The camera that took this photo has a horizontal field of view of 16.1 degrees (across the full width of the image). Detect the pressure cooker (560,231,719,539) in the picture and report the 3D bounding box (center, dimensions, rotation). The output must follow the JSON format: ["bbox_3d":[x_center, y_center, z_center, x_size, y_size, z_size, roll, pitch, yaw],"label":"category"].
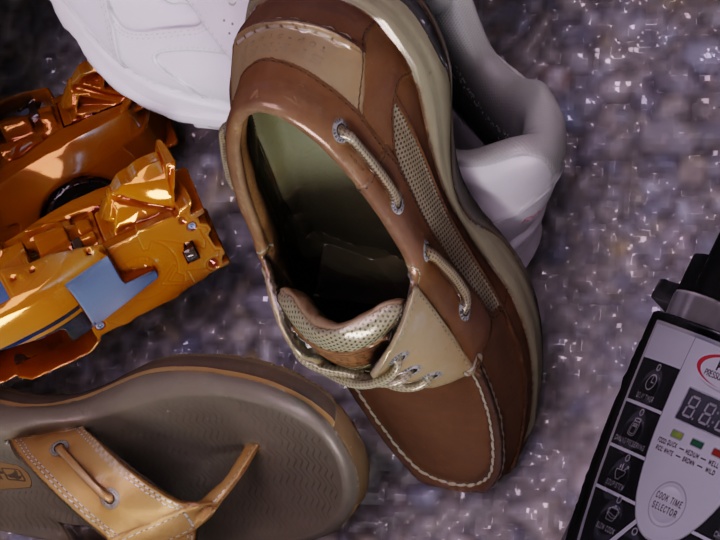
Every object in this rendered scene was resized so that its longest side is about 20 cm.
[{"bbox_3d":[0.152,0.070,0.728,0.175,0.179,0.201,26,90,2],"label":"pressure cooker"}]

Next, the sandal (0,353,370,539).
[{"bbox_3d":[-0.088,0.074,0.856,0.199,0.081,0.054,-3,41,24],"label":"sandal"}]

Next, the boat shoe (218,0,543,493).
[{"bbox_3d":[0.000,0.000,0.783,0.075,0.201,0.074,1,44,28],"label":"boat shoe"}]

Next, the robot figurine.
[{"bbox_3d":[-0.151,0.001,0.871,0.199,0.058,0.145,-26,38,-1],"label":"robot figurine"}]

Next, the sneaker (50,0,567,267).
[{"bbox_3d":[-0.013,-0.081,0.824,0.199,0.099,0.078,32,57,0],"label":"sneaker"}]
